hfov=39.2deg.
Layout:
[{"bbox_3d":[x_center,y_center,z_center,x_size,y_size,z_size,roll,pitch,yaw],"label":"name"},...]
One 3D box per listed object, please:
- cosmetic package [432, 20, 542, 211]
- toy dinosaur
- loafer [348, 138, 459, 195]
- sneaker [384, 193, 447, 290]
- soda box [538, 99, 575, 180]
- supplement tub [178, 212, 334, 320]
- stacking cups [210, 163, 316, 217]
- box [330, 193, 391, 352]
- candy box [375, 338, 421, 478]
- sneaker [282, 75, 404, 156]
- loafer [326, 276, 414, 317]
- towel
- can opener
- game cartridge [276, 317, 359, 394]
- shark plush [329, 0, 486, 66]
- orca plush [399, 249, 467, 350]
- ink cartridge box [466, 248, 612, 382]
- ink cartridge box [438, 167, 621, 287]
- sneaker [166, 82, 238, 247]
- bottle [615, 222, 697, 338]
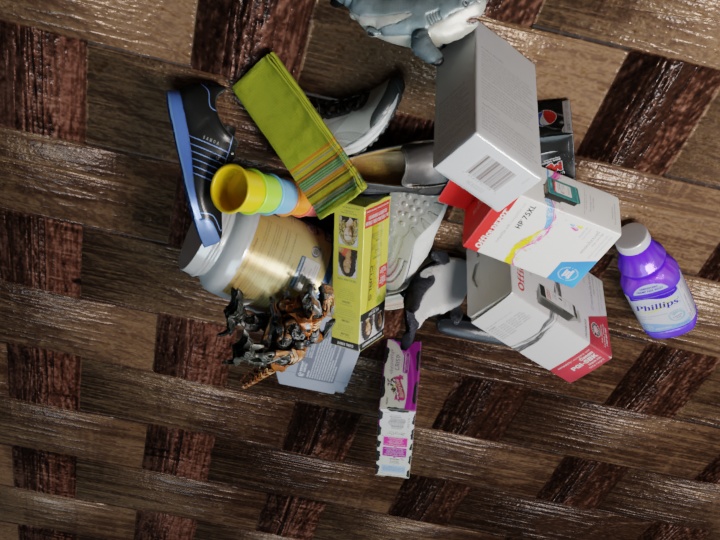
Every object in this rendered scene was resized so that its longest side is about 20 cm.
[{"bbox_3d":[0.141,-0.176,1.131,0.101,0.201,0.071,31,133,-25],"label":"cosmetic package"},{"bbox_3d":[-0.108,0.092,1.326,0.135,0.102,0.201,11,111,-32],"label":"toy dinosaur"},{"bbox_3d":[0.067,-0.128,1.268,0.198,0.074,0.072,-8,-179,17],"label":"loafer"},{"bbox_3d":[0.077,-0.069,1.364,0.076,0.080,0.201,39,122,20],"label":"sneaker"},{"bbox_3d":[0.242,-0.116,1.284,0.063,0.071,0.201,-5,137,11],"label":"soda box"},{"bbox_3d":[-0.132,-0.017,1.383,0.199,0.146,0.145,26,135,-21],"label":"supplement tub"},{"bbox_3d":[-0.106,-0.092,1.287,0.060,0.061,0.199,-22,166,28],"label":"stacking cups"},{"bbox_3d":[0.000,0.000,1.342,0.050,0.075,0.202,13,111,28],"label":"box"},{"bbox_3d":[0.060,0.226,1.638,0.060,0.137,0.201,5,138,4],"label":"candy box"},{"bbox_3d":[-0.028,-0.181,1.245,0.199,0.074,0.079,-30,115,31],"label":"sneaker"},{"bbox_3d":[-0.014,0.042,1.496,0.198,0.072,0.063,-6,145,9],"label":"loafer"},{"bbox_3d":[-0.077,-0.162,1.234,0.086,0.018,0.201,-32,95,38],"label":"towel"},{"bbox_3d":[0.213,0.094,1.543,0.198,0.079,0.063,6,177,5],"label":"can opener"},{"bbox_3d":[-0.068,0.122,1.614,0.132,0.041,0.201,9,138,-9],"label":"game cartridge"},{"bbox_3d":[0.038,-0.305,1.132,0.199,0.091,0.084,24,119,10],"label":"shark plush"},{"bbox_3d":[0.088,0.043,1.404,0.071,0.200,0.106,-13,121,36],"label":"orca plush"},{"bbox_3d":[0.247,0.041,1.402,0.199,0.148,0.083,30,132,-26],"label":"ink cartridge box"},{"bbox_3d":[0.203,-0.066,1.240,0.198,0.068,0.116,19,138,-11],"label":"ink cartridge box"},{"bbox_3d":[-0.185,-0.132,1.255,0.077,0.070,0.202,-12,102,-12],"label":"sneaker"},{"bbox_3d":[0.408,0.015,1.414,0.083,0.066,0.200,-15,134,24],"label":"bottle"}]
